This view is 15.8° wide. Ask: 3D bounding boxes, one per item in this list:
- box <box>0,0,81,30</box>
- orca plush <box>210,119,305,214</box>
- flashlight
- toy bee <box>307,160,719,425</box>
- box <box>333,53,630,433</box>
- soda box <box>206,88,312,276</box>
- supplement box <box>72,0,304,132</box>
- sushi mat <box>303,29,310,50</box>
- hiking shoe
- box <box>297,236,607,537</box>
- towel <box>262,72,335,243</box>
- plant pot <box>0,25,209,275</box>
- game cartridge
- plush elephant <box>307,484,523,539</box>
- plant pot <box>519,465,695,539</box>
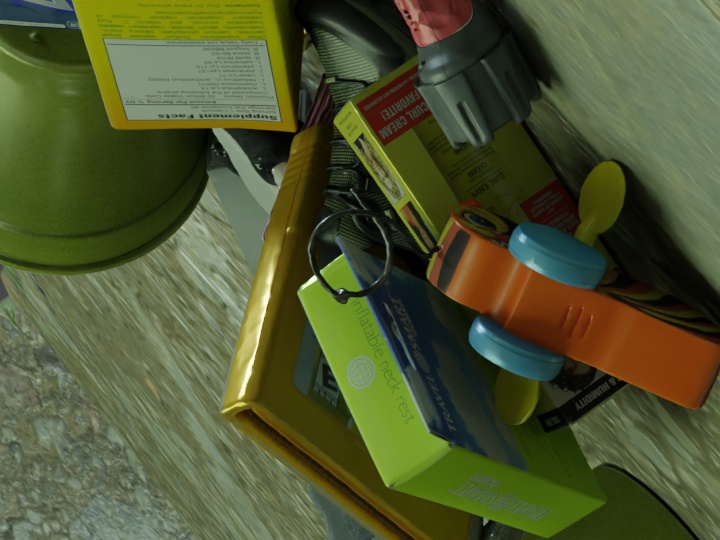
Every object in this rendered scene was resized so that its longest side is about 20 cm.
[{"bbox_3d":[-0.180,-0.205,1.402,0.200,0.070,0.064,79,-164,-67],"label":"box"},{"bbox_3d":[-0.047,-0.086,1.564,0.200,0.071,0.105,49,169,-30],"label":"orca plush"},{"bbox_3d":[0.017,-0.151,1.219,0.200,0.068,0.068,61,164,-15],"label":"flashlight"},{"bbox_3d":[0.080,-0.004,1.245,0.200,0.131,0.109,41,-167,-15],"label":"toy bee"},{"bbox_3d":[0.073,-0.019,1.329,0.200,0.075,0.050,57,166,2],"label":"box"},{"bbox_3d":[-0.038,-0.023,1.702,0.063,0.068,0.200,-88,-17,-45],"label":"soda box"},{"bbox_3d":[-0.091,-0.169,1.391,0.200,0.109,0.110,83,-170,-63],"label":"supplement box"},{"bbox_3d":[-0.086,-0.220,1.552,0.200,0.012,0.096,57,169,-1],"label":"sushi mat"},{"bbox_3d":[0.011,-0.059,1.391,0.200,0.101,0.076,57,166,-7],"label":"hiking shoe"},{"bbox_3d":[0.044,0.063,1.319,0.200,0.048,0.122,25,-146,-57],"label":"box"},{"bbox_3d":[0.000,0.000,1.546,0.023,0.144,0.200,-2,136,24],"label":"towel"},{"bbox_3d":[-0.182,-0.128,1.606,0.200,0.200,0.193,52,157,17],"label":"plant pot"},{"bbox_3d":[0.010,0.043,1.437,0.032,0.200,0.176,-22,130,38],"label":"game cartridge"},{"bbox_3d":[0.075,0.222,1.814,0.155,0.165,0.200,18,-120,-48],"label":"plush elephant"},{"bbox_3d":[0.117,0.249,1.549,0.187,0.200,0.187,52,167,18],"label":"plant pot"}]
